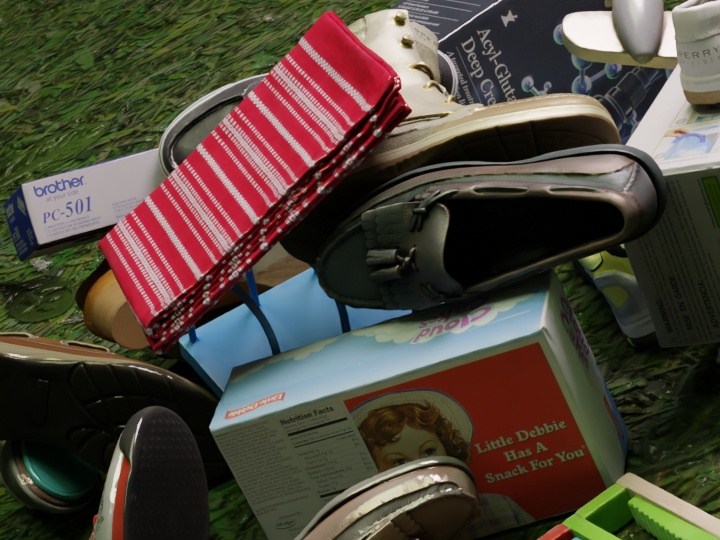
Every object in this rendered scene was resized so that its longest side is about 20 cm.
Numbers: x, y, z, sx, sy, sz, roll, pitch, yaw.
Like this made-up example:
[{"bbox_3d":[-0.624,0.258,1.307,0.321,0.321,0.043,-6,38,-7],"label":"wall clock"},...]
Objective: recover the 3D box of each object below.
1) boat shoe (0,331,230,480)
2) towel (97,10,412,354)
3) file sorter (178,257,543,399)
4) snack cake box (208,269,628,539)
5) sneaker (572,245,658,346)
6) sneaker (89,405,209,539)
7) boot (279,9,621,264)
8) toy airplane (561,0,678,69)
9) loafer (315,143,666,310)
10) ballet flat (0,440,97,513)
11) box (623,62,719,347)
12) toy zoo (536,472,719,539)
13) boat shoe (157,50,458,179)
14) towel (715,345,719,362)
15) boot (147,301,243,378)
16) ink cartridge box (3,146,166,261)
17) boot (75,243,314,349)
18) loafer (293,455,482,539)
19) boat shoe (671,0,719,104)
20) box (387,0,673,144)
[{"bbox_3d":[-0.169,0.076,1.534,0.198,0.076,0.074,15,17,4],"label":"boat shoe"},{"bbox_3d":[-0.064,-0.055,1.378,0.200,0.022,0.145,-44,29,5],"label":"towel"},{"bbox_3d":[0.000,0.000,1.464,0.199,0.123,0.139,-28,45,-19],"label":"file sorter"},{"bbox_3d":[0.033,0.087,1.336,0.199,0.116,0.067,-17,25,19],"label":"snack cake box"},{"bbox_3d":[0.160,-0.028,1.490,0.075,0.077,0.200,-28,22,0],"label":"sneaker"},{"bbox_3d":[-0.136,0.176,1.276,0.107,0.067,0.203,-15,70,37],"label":"sneaker"},{"bbox_3d":[0.047,-0.091,1.398,0.199,0.072,0.155,-16,39,14],"label":"boot"},{"bbox_3d":[0.258,-0.156,1.567,0.199,0.142,0.199,-25,40,-34],"label":"toy airplane"},{"bbox_3d":[0.061,-0.021,1.297,0.199,0.072,0.063,-15,13,21],"label":"loafer"},{"bbox_3d":[-0.207,0.119,1.605,0.064,0.067,0.200,-49,17,19],"label":"ballet flat"},{"bbox_3d":[0.227,-0.059,1.380,0.101,0.113,0.200,-8,28,31],"label":"box"},{"bbox_3d":[0.093,0.179,1.203,0.199,0.021,0.131,-33,24,-16],"label":"toy zoo"},{"bbox_3d":[-0.037,-0.097,1.539,0.198,0.071,0.066,-13,-5,7],"label":"boat shoe"},{"bbox_3d":[0.297,-0.006,1.374,0.152,0.024,0.200,-8,29,35],"label":"towel"},{"bbox_3d":[-0.044,0.023,1.620,0.175,0.066,0.200,-43,28,-14],"label":"boot"},{"bbox_3d":[-0.130,-0.057,1.623,0.199,0.045,0.094,-17,-2,-17],"label":"ink cartridge box"},{"bbox_3d":[-0.094,-0.018,1.602,0.200,0.071,0.144,-29,17,-7],"label":"boot"},{"bbox_3d":[-0.018,0.174,1.289,0.199,0.072,0.063,-31,41,6],"label":"loafer"},{"bbox_3d":[0.234,-0.167,1.375,0.070,0.070,0.200,-5,28,38],"label":"boat shoe"},{"bbox_3d":[0.106,-0.133,1.668,0.199,0.149,0.107,-36,26,-20],"label":"box"}]
